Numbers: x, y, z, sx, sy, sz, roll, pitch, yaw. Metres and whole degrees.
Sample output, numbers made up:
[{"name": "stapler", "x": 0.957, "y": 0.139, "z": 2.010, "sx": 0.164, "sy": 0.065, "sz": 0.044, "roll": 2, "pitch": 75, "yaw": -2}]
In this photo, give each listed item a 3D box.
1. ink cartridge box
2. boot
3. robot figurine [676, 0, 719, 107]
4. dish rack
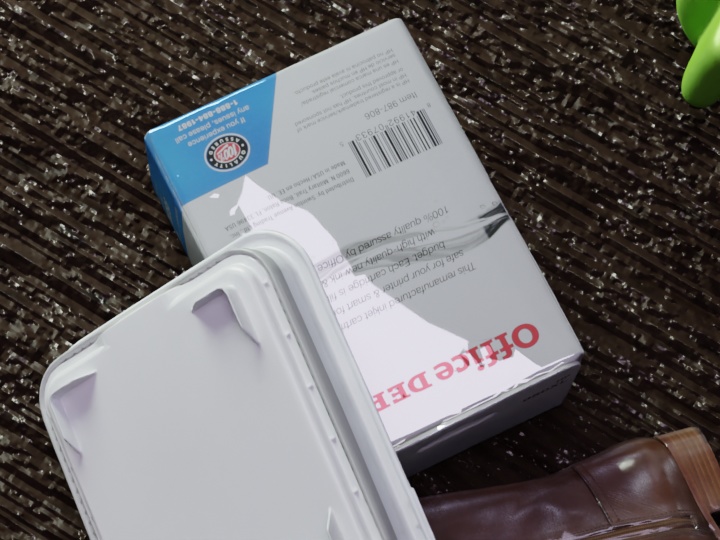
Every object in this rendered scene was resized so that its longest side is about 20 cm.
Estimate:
[{"name": "ink cartridge box", "x": 0.000, "y": 0.000, "z": 1.182, "sx": 0.144, "sy": 0.084, "sz": 0.201, "roll": -25, "pitch": 73, "yaw": -10}, {"name": "boot", "x": 0.096, "y": 0.177, "z": 1.136, "sx": 0.199, "sy": 0.064, "sz": 0.187, "roll": -14, "pitch": 59, "yaw": -11}, {"name": "robot figurine", "x": 0.240, "y": -0.166, "z": 1.237, "sx": 0.175, "sy": 0.116, "sz": 0.200, "roll": 30, "pitch": 71, "yaw": 5}, {"name": "dish rack", "x": -0.068, "y": 0.098, "z": 1.113, "sx": 0.171, "sy": 0.043, "sz": 0.201, "roll": -32, "pitch": 73, "yaw": 28}]
